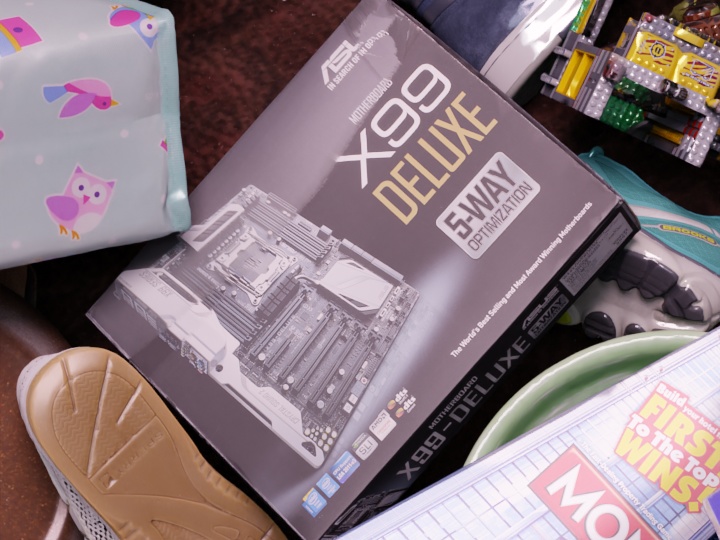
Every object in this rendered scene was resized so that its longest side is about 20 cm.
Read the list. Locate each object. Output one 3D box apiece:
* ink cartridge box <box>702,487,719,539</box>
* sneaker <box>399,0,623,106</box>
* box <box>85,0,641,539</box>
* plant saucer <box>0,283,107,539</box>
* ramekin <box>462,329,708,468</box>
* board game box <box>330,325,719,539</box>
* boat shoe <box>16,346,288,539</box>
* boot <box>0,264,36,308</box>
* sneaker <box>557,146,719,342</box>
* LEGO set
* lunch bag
[{"bbox_3d":[0.235,0.138,0.829,0.043,0.200,0.199,-27,89,41],"label":"ink cartridge box"},{"bbox_3d":[0.091,-0.196,1.036,0.202,0.077,0.146,-43,77,-6],"label":"sneaker"},{"bbox_3d":[0.000,0.000,0.938,0.200,0.050,0.158,-48,67,3],"label":"box"},{"bbox_3d":[-0.197,0.090,0.947,0.200,0.037,0.201,6,78,-28],"label":"plant saucer"},{"bbox_3d":[0.137,0.134,0.925,0.199,0.098,0.201,-1,74,5],"label":"ramekin"},{"bbox_3d":[0.115,0.127,0.846,0.200,0.062,0.200,-42,75,-6],"label":"board game box"},{"bbox_3d":[-0.085,0.116,0.953,0.071,0.069,0.200,-36,105,-19],"label":"boat shoe"},{"bbox_3d":[-0.202,0.070,0.993,0.075,0.074,0.201,9,72,1],"label":"boot"},{"bbox_3d":[0.086,-0.025,1.001,0.199,0.078,0.080,25,44,18],"label":"sneaker"},{"bbox_3d":[0.179,-0.098,0.943,0.200,0.116,0.154,32,95,-11],"label":"LEGO set"},{"bbox_3d":[-0.190,-0.068,0.957,0.170,0.200,0.122,-13,109,-26],"label":"lunch bag"}]
